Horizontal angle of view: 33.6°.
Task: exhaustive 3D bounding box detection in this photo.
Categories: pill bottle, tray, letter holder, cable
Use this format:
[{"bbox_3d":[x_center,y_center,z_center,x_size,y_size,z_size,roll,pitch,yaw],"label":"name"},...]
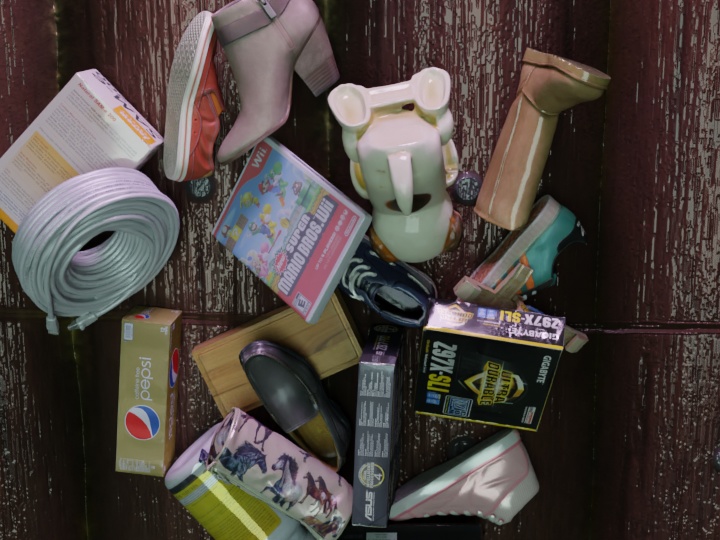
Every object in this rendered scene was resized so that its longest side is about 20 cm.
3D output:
[{"bbox_3d":[-0.143,0.297,1.496,0.112,0.112,0.200,-40,96,12],"label":"pill bottle"},{"bbox_3d":[-0.101,0.103,1.487,0.198,0.037,0.099,-24,100,9],"label":"tray"},{"bbox_3d":[0.061,0.381,1.514,0.198,0.142,0.102,-3,71,9],"label":"letter holder"},{"bbox_3d":[-0.309,-0.031,1.402,0.199,0.201,0.069,-29,60,-16],"label":"cable"}]

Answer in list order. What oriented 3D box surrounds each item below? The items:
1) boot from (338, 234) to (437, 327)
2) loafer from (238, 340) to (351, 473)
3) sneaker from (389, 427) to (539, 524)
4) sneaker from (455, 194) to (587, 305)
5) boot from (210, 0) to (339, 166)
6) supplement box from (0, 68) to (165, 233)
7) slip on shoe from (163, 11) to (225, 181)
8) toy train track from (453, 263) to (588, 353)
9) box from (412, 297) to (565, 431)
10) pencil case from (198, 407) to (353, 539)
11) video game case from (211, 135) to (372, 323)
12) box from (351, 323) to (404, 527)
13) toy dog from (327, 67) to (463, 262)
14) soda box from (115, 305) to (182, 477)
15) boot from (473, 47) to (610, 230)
[{"bbox_3d":[0.000,0.000,1.424,0.198,0.090,0.073,24,104,2],"label":"boot"},{"bbox_3d":[-0.075,0.165,1.448,0.072,0.073,0.200,-34,119,17],"label":"loafer"},{"bbox_3d":[0.131,0.287,1.488,0.199,0.075,0.105,-30,94,7],"label":"sneaker"},{"bbox_3d":[0.188,0.009,1.421,0.080,0.071,0.200,37,109,-9],"label":"sneaker"},{"bbox_3d":[-0.124,-0.238,1.383,0.200,0.070,0.147,-40,110,-5],"label":"boot"},{"bbox_3d":[-0.349,-0.126,1.436,0.200,0.074,0.126,-43,96,13],"label":"supplement box"},{"bbox_3d":[-0.191,-0.205,1.415,0.061,0.074,0.202,3,99,-30],"label":"slip on shoe"},{"bbox_3d":[0.194,0.060,1.406,0.199,0.033,0.115,24,121,-29],"label":"toy train track"},{"bbox_3d":[0.147,0.114,1.401,0.158,0.050,0.201,10,146,4],"label":"box"},{"bbox_3d":[-0.094,0.252,1.425,0.199,0.078,0.090,35,64,-14],"label":"pencil case"},{"bbox_3d":[-0.085,-0.052,1.398,0.200,0.017,0.144,40,109,35],"label":"video game case"},{"bbox_3d":[0.024,0.182,1.430,0.048,0.161,0.202,3,104,4],"label":"box"},{"bbox_3d":[0.060,-0.100,1.358,0.138,0.195,0.201,-17,135,-4],"label":"toy dog"},{"bbox_3d":[-0.265,0.151,1.496,0.063,0.068,0.202,6,103,3],"label":"soda box"},{"bbox_3d":[0.202,-0.139,1.341,0.065,0.175,0.202,15,102,-14],"label":"boot"}]
